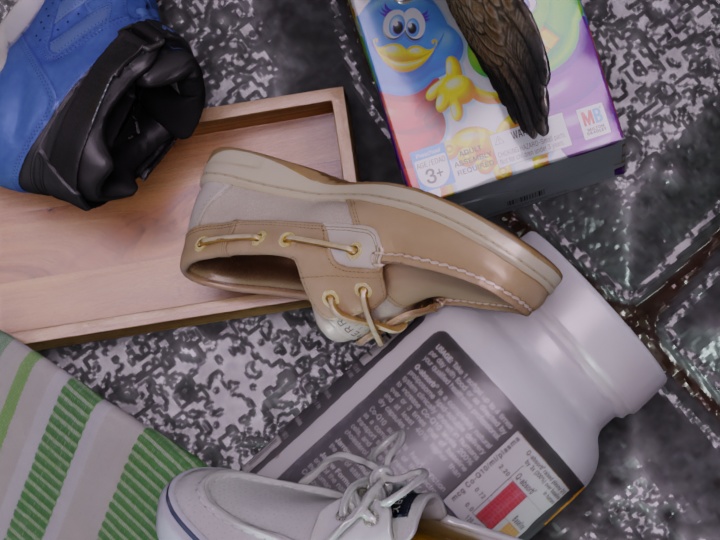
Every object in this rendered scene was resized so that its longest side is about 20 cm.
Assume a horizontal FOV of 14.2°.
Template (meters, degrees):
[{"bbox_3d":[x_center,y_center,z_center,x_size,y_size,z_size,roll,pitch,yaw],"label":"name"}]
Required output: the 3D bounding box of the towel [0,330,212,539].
[{"bbox_3d":[-0.136,0.130,1.317,0.200,0.023,0.153,29,103,35],"label":"towel"}]

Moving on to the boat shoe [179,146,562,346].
[{"bbox_3d":[0.000,0.000,1.289,0.199,0.074,0.069,14,74,41],"label":"boat shoe"}]

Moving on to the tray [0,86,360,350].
[{"bbox_3d":[-0.098,-0.022,1.385,0.199,0.037,0.099,-9,82,3],"label":"tray"}]

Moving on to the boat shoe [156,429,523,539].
[{"bbox_3d":[0.013,0.110,1.193,0.201,0.075,0.086,22,126,12],"label":"boat shoe"}]

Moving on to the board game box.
[{"bbox_3d":[0.046,-0.132,1.352,0.104,0.103,0.201,-18,82,2],"label":"board game box"}]

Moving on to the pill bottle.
[{"bbox_3d":[0.037,0.083,1.318,0.200,0.116,0.116,-42,81,-1],"label":"pill bottle"}]

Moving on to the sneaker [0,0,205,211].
[{"bbox_3d":[-0.105,-0.118,1.354,0.111,0.077,0.201,21,69,26],"label":"sneaker"}]

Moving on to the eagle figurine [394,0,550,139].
[{"bbox_3d":[0.036,-0.175,1.229,0.151,0.151,0.201,17,76,-5],"label":"eagle figurine"}]
